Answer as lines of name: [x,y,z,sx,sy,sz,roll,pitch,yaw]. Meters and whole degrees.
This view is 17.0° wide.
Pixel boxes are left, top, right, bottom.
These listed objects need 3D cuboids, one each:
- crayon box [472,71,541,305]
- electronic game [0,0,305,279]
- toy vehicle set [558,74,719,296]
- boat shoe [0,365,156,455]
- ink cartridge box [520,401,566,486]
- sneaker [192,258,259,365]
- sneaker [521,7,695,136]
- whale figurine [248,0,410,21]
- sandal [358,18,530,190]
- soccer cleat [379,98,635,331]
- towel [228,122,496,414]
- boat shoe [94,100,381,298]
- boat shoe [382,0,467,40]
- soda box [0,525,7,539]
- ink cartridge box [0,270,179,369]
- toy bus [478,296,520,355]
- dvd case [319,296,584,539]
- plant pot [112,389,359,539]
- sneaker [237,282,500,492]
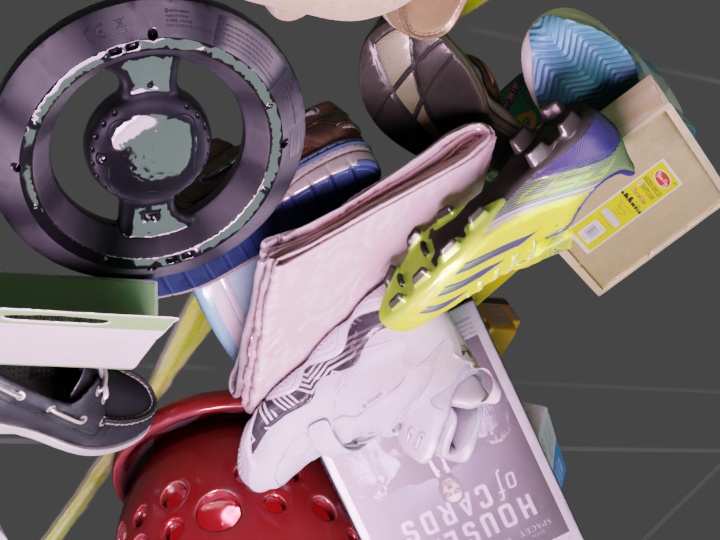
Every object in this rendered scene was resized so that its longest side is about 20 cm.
crayon box: [0.090,-0.047,1.771,0.200,0.058,0.119,-42,149,17]
electronic game: [-0.131,-0.080,1.479,0.199,0.042,0.201,-8,126,-12]
toy vehicle set: [0.185,-0.055,1.702,0.124,0.027,0.200,-37,154,6]
boat shoe: [-0.209,0.081,1.669,0.199,0.076,0.060,6,140,-49]
ink cartridge box: [0.091,0.213,1.863,0.085,0.201,0.147,9,158,15]
sneaker: [-0.043,0.016,1.722,0.130,0.080,0.200,-29,152,-1]
sneaker: [0.160,-0.133,1.681,0.076,0.081,0.200,-38,147,11]
whale figurine: [-0.048,-0.210,1.380,0.199,0.104,0.159,-4,149,2]
sandal: [0.065,-0.110,1.640,0.080,0.058,0.201,-24,137,24]
soccer cleat: [0.097,-0.023,1.584,0.200,0.065,0.084,-45,115,6]
towel: [0.000,0.000,1.633,0.191,0.032,0.200,-29,157,-25]
boat shoe: [-0.088,-0.047,1.588,0.199,0.073,0.072,-23,151,-5]
boat shoe: [0.053,-0.208,1.472,0.074,0.067,0.200,-17,144,-20]
soda box: [-0.317,0.146,1.680,0.068,0.064,0.200,-30,150,-3]
ink cartridge box: [-0.196,0.023,1.497,0.145,0.048,0.200,3,166,-13]
toy bus: [0.056,0.109,1.956,0.065,0.078,0.200,5,134,-47]
dvd case: [0.055,0.140,1.748,0.150,0.201,0.025,-26,-171,-1]
plant pot: [-0.090,0.202,1.820,0.199,0.183,0.201,-5,142,-4]
sneaker: [0.006,0.105,1.647,0.200,0.115,0.075,-47,157,18]
